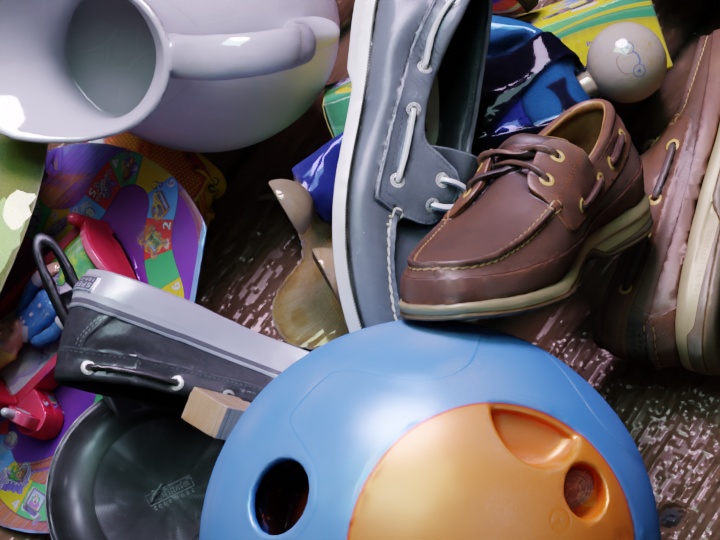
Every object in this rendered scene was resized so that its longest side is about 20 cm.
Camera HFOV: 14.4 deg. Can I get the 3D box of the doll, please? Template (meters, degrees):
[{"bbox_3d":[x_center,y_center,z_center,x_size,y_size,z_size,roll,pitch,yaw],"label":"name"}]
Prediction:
[{"bbox_3d":[0.062,-0.058,1.388,0.200,0.048,0.137,-31,83,-1],"label":"doll"}]

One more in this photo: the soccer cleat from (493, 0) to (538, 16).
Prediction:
[{"bbox_3d":[0.044,-0.147,1.486,0.073,0.068,0.200,-39,6,1],"label":"soccer cleat"}]

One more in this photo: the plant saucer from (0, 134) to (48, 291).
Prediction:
[{"bbox_3d":[-0.223,-0.007,1.458,0.200,0.031,0.200,-46,29,35],"label":"plant saucer"}]

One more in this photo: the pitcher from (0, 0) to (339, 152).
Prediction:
[{"bbox_3d":[-0.072,-0.115,1.428,0.171,0.121,0.200,4,11,28],"label":"pitcher"}]

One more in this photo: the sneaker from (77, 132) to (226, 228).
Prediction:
[{"bbox_3d":[-0.109,-0.030,1.496,0.077,0.073,0.200,-1,55,0],"label":"sneaker"}]

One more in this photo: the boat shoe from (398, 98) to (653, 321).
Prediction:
[{"bbox_3d":[0.071,-0.027,1.276,0.072,0.068,0.200,1,17,29],"label":"boat shoe"}]

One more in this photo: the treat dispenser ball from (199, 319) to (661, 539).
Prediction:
[{"bbox_3d":[0.030,0.121,1.233,0.201,0.201,0.201,-10,50,11],"label":"treat dispenser ball"}]

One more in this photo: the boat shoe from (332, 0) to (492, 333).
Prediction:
[{"bbox_3d":[0.029,-0.046,1.323,0.062,0.073,0.200,-3,74,21],"label":"boat shoe"}]

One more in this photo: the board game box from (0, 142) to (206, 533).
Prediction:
[{"bbox_3d":[-0.158,0.029,1.419,0.158,0.039,0.200,3,80,35],"label":"board game box"}]

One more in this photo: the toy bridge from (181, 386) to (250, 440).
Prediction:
[{"bbox_3d":[-0.081,0.155,1.303,0.027,0.067,0.200,23,95,42],"label":"toy bridge"}]

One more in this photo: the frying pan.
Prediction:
[{"bbox_3d":[-0.095,0.072,1.368,0.115,0.031,0.190,-1,81,-15],"label":"frying pan"}]

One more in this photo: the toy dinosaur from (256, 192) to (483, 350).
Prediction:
[{"bbox_3d":[0.000,0.000,1.440,0.101,0.058,0.200,-22,48,2],"label":"toy dinosaur"}]

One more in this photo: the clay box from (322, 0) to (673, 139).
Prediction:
[{"bbox_3d":[0.055,-0.095,1.468,0.200,0.048,0.115,-19,8,2],"label":"clay box"}]

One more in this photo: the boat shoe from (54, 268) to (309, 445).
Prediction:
[{"bbox_3d":[-0.050,0.062,1.341,0.200,0.069,0.057,23,77,-9],"label":"boat shoe"}]

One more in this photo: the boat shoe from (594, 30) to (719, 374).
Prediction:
[{"bbox_3d":[0.159,-0.040,1.400,0.067,0.072,0.200,2,55,20],"label":"boat shoe"}]
